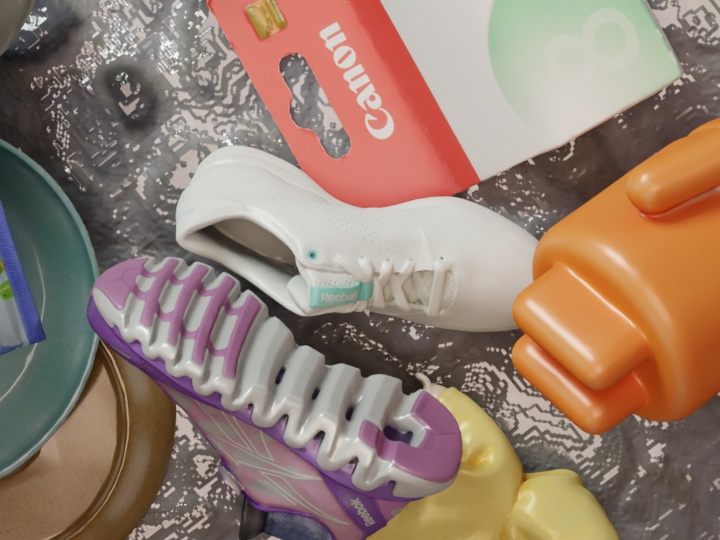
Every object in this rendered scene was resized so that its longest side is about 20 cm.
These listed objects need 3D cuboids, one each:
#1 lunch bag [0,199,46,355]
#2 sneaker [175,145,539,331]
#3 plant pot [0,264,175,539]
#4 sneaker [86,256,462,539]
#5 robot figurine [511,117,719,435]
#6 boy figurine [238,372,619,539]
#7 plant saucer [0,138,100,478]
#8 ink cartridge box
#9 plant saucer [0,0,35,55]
[{"bbox_3d":[-0.258,-0.042,0.882,0.170,0.127,0.200,-22,122,-14],"label":"lunch bag"},{"bbox_3d":[0.000,0.000,0.999,0.200,0.088,0.075,15,117,3],"label":"sneaker"},{"bbox_3d":[-0.201,0.080,1.053,0.200,0.027,0.200,0,97,2],"label":"plant pot"},{"bbox_3d":[-0.053,0.071,0.965,0.200,0.080,0.088,31,126,-2],"label":"sneaker"},{"bbox_3d":[0.168,-0.004,0.969,0.200,0.117,0.144,-34,109,-21],"label":"robot figurine"},{"bbox_3d":[0.039,0.116,1.031,0.200,0.064,0.124,7,97,0],"label":"boy figurine"},{"bbox_3d":[-0.233,0.019,0.993,0.200,0.036,0.200,-3,101,-18],"label":"plant saucer"},{"bbox_3d":[0.042,-0.123,1.012,0.200,0.050,0.161,-29,95,3],"label":"ink cartridge box"},{"bbox_3d":[-0.243,-0.119,0.948,0.200,0.200,0.050,-33,62,5],"label":"plant saucer"}]
